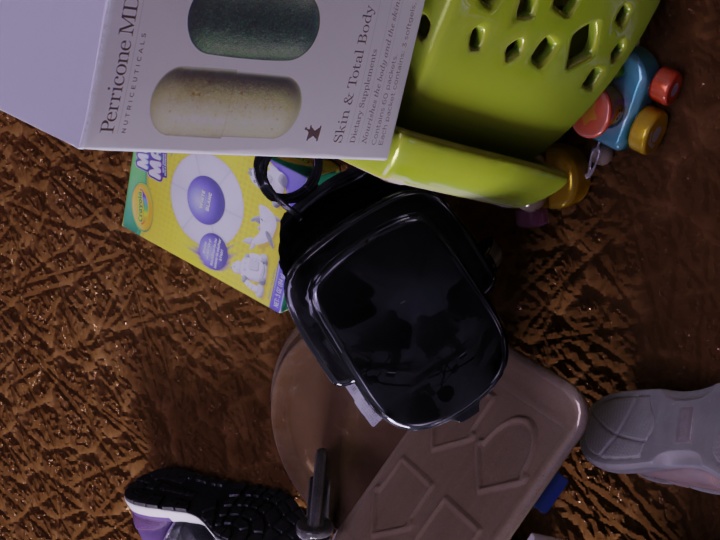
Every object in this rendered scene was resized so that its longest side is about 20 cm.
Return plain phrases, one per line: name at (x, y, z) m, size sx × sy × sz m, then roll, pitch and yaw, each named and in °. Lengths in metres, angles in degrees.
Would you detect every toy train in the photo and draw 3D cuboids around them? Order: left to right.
toy train at (0.108, -0.110, 0.955) m, size 0.199 × 0.055 × 0.151 m, roll -31°, pitch 84°, yaw 40°

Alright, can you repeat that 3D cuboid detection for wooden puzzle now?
wooden puzzle at (0.069, 0.149, 0.976) m, size 0.201 × 0.046 × 0.185 m, roll -59°, pitch 21°, yaw 1°

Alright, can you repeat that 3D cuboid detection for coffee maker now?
coffee maker at (0.000, 0.000, 0.946) m, size 0.191 × 0.200 × 0.135 m, roll 34°, pitch 92°, yaw -7°

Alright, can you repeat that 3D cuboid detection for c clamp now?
c clamp at (-0.034, 0.240, 1.080) m, size 0.027 × 0.171 × 0.202 m, roll 3°, pitch 102°, yaw 3°

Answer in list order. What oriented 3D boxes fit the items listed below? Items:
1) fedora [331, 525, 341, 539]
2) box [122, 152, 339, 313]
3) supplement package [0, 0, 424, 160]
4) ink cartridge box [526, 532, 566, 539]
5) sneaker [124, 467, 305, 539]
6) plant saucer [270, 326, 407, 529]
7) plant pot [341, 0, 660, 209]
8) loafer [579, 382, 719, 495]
fedora at (0.038, 0.265, 1.079) m, size 0.199 × 0.090 × 0.178 m, roll -23°, pitch 101°, yaw 41°
box at (-0.114, -0.063, 1.148) m, size 0.199 × 0.048 × 0.118 m, roll 28°, pitch 118°, yaw 31°
supplement package at (-0.086, -0.148, 0.723) m, size 0.150 × 0.199 × 0.153 m, roll 26°, pitch 109°, yaw 40°
ink cartridge box at (0.175, 0.277, 0.900) m, size 0.198 × 0.145 × 0.148 m, roll 14°, pitch 121°, yaw -14°
sneaker at (-0.110, 0.229, 1.225) m, size 0.199 × 0.076 × 0.088 m, roll 10°, pitch 119°, yaw 43°
plant saucer at (0.003, 0.123, 1.124) m, size 0.199 × 0.029 × 0.202 m, roll 12°, pitch 110°, yaw 36°
plant pot at (0.037, -0.150, 0.870) m, size 0.199 × 0.198 × 0.183 m, roll 29°, pitch 104°, yaw 38°
loafer at (0.232, 0.109, 0.912) m, size 0.199 × 0.063 × 0.072 m, roll -1°, pitch 65°, yaw 47°
